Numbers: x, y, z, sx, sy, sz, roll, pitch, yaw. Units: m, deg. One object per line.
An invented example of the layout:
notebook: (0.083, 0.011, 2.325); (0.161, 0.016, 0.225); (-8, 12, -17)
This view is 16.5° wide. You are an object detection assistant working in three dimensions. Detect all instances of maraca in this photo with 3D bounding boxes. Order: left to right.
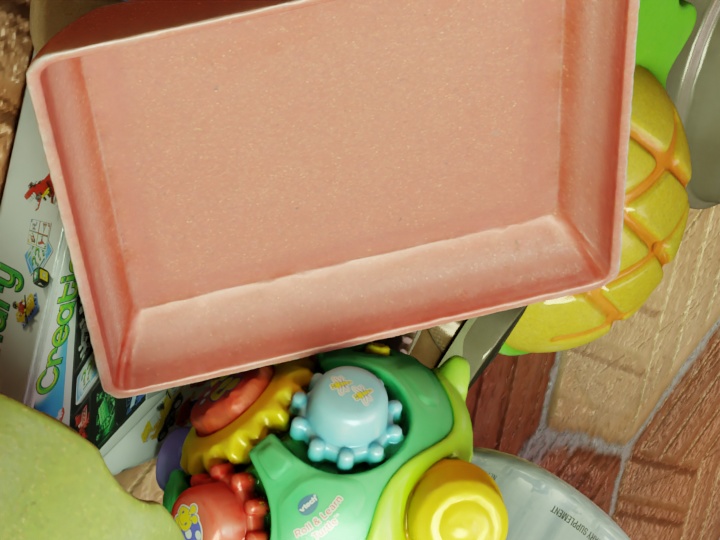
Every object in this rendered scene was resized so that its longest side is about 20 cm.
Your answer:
maraca: (0.104, -0.051, 1.165); (0.137, 0.107, 0.201); (-15, 126, -54)

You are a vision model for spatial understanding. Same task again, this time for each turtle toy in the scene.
turtle toy: (-0.038, 0.095, 0.954); (0.200, 0.101, 0.146); (-41, -165, 0)

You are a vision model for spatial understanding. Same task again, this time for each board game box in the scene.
board game box: (-0.087, -0.014, 0.937); (0.126, 0.034, 0.201); (-18, 129, -56)

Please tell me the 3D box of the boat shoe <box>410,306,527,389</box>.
boat shoe: (0.007, 0.057, 1.138); (0.072, 0.068, 0.200); (-46, 171, -50)

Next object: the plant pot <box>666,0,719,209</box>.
plant pot: (0.256, -0.102, 1.321); (0.200, 0.173, 0.201); (-40, 146, -35)

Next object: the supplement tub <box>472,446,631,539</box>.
supplement tub: (0.034, 0.189, 1.116); (0.200, 0.122, 0.123); (-57, 153, -23)

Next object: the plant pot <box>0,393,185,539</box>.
plant pot: (-0.153, 0.142, 0.820); (0.185, 0.199, 0.201); (-62, 156, -28)

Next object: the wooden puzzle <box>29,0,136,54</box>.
wooden puzzle: (-0.008, -0.154, 0.821); (0.184, 0.046, 0.201); (0, 111, -22)

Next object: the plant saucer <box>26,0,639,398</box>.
plant saucer: (-0.006, -0.042, 0.857); (0.198, 0.037, 0.200); (-13, 145, -6)

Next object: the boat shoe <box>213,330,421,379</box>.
boat shoe: (0.000, 0.000, 1.040); (0.200, 0.072, 0.065); (-51, -173, 23)
